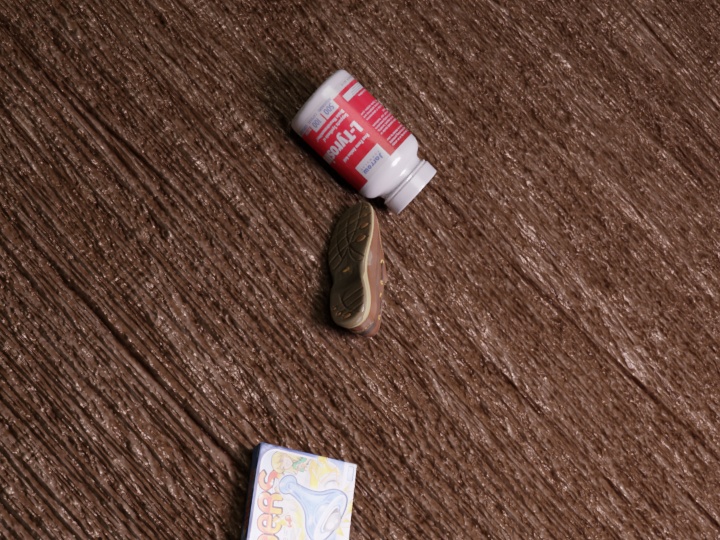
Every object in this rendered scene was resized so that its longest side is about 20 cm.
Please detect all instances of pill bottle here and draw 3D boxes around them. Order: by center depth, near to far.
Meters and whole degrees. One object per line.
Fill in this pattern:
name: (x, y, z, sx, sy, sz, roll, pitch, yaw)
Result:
pill bottle: (0.008, -0.178, 1.757, 0.200, 0.112, 0.112, 43, 58, -2)

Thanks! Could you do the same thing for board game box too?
board game box: (-0.081, 0.327, 1.546, 0.134, 0.034, 0.202, 15, 63, -18)

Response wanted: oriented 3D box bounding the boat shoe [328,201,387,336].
boat shoe: (0.000, 0.000, 1.712, 0.067, 0.071, 0.202, 40, 42, -44)
